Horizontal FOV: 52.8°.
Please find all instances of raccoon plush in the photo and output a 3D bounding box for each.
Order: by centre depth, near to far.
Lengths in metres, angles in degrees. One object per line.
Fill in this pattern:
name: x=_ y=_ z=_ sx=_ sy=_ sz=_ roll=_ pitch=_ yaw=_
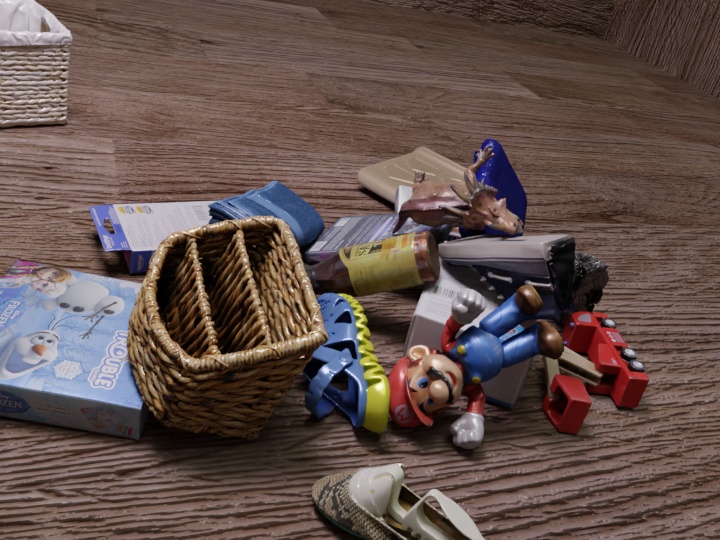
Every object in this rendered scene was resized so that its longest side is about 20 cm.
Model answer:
raccoon plush: x=0.268 y=-0.017 z=1.024 sx=0.097 sy=0.201 sz=0.133 roll=-43 pitch=49 yaw=-9

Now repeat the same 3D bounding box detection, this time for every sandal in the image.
sandal: x=-0.030 y=0.093 z=0.798 sx=0.084 sy=0.081 sz=0.201 roll=0 pitch=31 yaw=-16

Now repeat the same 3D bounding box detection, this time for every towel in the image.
towel: x=-0.123 y=-0.070 z=1.007 sx=0.110 sy=0.049 sz=0.200 roll=34 pitch=20 yaw=8
towel: x=0.205 y=-0.089 z=1.121 sx=0.049 sy=0.149 sz=0.203 roll=-13 pitch=37 yaw=32

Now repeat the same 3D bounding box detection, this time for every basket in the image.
basket: x=-0.141 y=0.036 z=0.715 sx=0.140 sy=0.150 sz=0.202 roll=19 pitch=31 yaw=-33
basket: x=-0.605 y=-0.347 z=1.202 sx=0.197 sy=0.165 sz=0.197 roll=-13 pitch=39 yaw=-40

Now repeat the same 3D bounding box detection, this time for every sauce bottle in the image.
sauce bottle: x=0.000 y=0.000 z=0.903 sx=0.195 sy=0.068 sz=0.066 roll=-11 pitch=24 yaw=17

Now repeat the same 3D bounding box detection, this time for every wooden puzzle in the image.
wooden puzzle: x=0.116 y=-0.147 z=1.301 sx=0.183 sy=0.047 sz=0.198 roll=31 pitch=39 yaw=27

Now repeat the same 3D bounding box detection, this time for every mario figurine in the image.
mario figurine: x=0.116 y=0.103 z=0.758 sx=0.197 sy=0.106 sz=0.125 roll=-32 pitch=59 yaw=2

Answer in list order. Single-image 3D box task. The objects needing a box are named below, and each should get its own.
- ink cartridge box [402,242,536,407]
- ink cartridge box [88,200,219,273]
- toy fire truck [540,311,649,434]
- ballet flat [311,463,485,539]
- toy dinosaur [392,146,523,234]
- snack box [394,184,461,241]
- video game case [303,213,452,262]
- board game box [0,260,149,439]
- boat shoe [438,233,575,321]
ink cartridge box: x=0.144 y=0.060 z=0.915 sx=0.143 sy=0.088 sz=0.201 roll=18 pitch=28 yaw=7
ink cartridge box: x=-0.254 y=-0.047 z=0.972 sx=0.195 sy=0.043 sz=0.120 roll=-3 pitch=35 yaw=-32
toy fire truck: x=0.280 y=0.120 z=0.912 sx=0.137 sy=0.050 sz=0.202 roll=8 pitch=30 yaw=-11
ballet flat: x=0.047 y=0.213 z=0.626 sx=0.197 sy=0.077 sz=0.067 roll=28 pitch=33 yaw=23
toy dinosaur: x=0.109 y=-0.084 z=0.928 sx=0.195 sy=0.088 sz=0.136 roll=-12 pitch=21 yaw=27
snack box: x=0.149 y=-0.081 z=1.174 sx=0.194 sy=0.024 sz=0.074 roll=12 pitch=59 yaw=-12
video game case: x=0.033 y=-0.051 z=1.044 sx=0.195 sy=0.019 sz=0.143 roll=-2 pitch=24 yaw=24
board game box: x=-0.297 y=0.073 z=0.746 sx=0.193 sy=0.044 sz=0.202 roll=12 pitch=30 yaw=-7
boat shoe: x=0.170 y=0.009 z=0.868 sx=0.073 sy=0.096 sz=0.198 roll=-14 pitch=11 yaw=-33
